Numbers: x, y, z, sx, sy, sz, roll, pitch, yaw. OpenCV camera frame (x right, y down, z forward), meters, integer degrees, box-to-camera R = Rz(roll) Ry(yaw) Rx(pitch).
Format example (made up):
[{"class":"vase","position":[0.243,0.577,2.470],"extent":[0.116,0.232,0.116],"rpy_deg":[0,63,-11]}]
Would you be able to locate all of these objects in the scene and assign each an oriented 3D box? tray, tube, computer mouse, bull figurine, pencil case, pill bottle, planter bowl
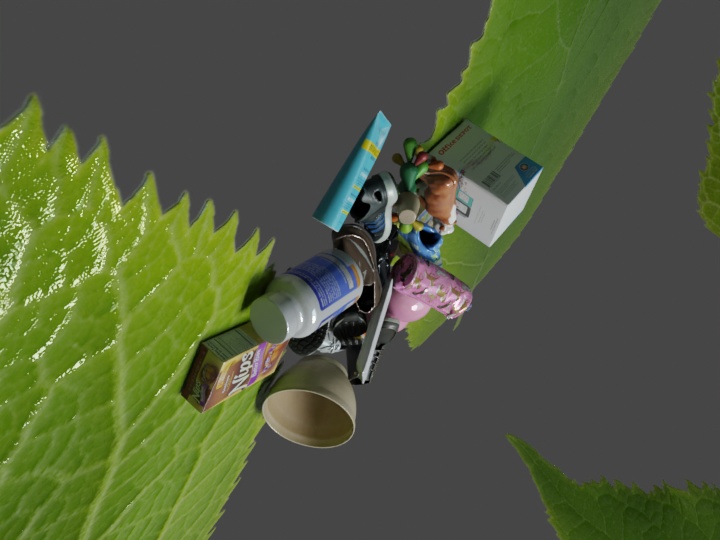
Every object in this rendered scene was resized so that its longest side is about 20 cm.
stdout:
[{"class":"tray","position":[0.026,0.119,1.363],"extent":[0.107,0.022,0.201],"rpy_deg":[90,17,-71]},{"class":"tube","position":[-0.009,-0.162,1.118],"extent":[0.201,0.050,0.077],"rpy_deg":[-60,169,3]},{"class":"computer mouse","position":[0.034,0.013,1.403],"extent":[0.140,0.046,0.200],"rpy_deg":[-52,167,-53]},{"class":"bull figurine","position":[0.153,-0.155,1.404],"extent":[0.065,0.121,0.200],"rpy_deg":[-45,160,-24]},{"class":"pencil case","position":[0.150,0.034,1.454],"extent":[0.200,0.087,0.083],"rpy_deg":[28,119,-37]},{"class":"pill bottle","position":[-0.093,0.046,1.168],"extent":[0.200,0.112,0.112],"rpy_deg":[-32,152,-49]},{"class":"planter bowl","position":[-0.098,0.269,1.480],"extent":[0.135,0.199,0.201],"rpy_deg":[-75,-177,-47]}]

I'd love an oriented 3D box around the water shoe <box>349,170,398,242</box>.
[{"class":"water shoe","position":[0.014,-0.112,1.255],"extent":[0.079,0.072,0.200],"rpy_deg":[-17,154,-14]}]

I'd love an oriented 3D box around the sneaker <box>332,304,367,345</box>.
[{"class":"sneaker","position":[-0.021,0.094,1.412],"extent":[0.200,0.070,0.090],"rpy_deg":[81,4,-71]}]

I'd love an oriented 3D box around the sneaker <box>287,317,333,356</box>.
[{"class":"sneaker","position":[-0.072,0.081,1.355],"extent":[0.200,0.076,0.088],"rpy_deg":[-61,167,21]}]

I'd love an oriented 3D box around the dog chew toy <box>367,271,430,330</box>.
[{"class":"dog chew toy","position":[0.073,0.085,1.568],"extent":[0.200,0.125,0.124],"rpy_deg":[-44,169,29]}]

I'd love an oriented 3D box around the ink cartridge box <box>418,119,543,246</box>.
[{"class":"ink cartridge box","position":[0.249,-0.188,1.461],"extent":[0.147,0.200,0.146],"rpy_deg":[-44,161,-29]}]

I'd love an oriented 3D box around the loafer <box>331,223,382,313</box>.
[{"class":"loafer","position":[0.000,0.000,1.267],"extent":[0.071,0.073,0.200],"rpy_deg":[-89,161,-49]}]

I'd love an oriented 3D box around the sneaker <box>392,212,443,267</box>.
[{"class":"sneaker","position":[0.139,-0.040,1.462],"extent":[0.076,0.105,0.200],"rpy_deg":[-51,129,-10]}]

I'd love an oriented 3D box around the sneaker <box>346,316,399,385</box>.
[{"class":"sneaker","position":[0.029,0.181,1.517],"extent":[0.200,0.075,0.107],"rpy_deg":[131,-33,-52]}]

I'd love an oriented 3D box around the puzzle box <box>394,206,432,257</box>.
[{"class":"puzzle box","position":[0.154,-0.130,1.611],"extent":[0.200,0.025,0.133],"rpy_deg":[-46,161,-24]}]

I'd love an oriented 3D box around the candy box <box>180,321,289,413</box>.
[{"class":"candy box","position":[-0.204,0.152,1.172],"extent":[0.200,0.056,0.117],"rpy_deg":[-22,145,-56]}]

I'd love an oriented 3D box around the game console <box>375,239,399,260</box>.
[{"class":"game console","position":[0.012,-0.006,1.483],"extent":[0.200,0.031,0.177],"rpy_deg":[-35,151,-47]}]

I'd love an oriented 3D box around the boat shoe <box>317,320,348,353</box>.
[{"class":"boat shoe","position":[-0.071,0.148,1.477],"extent":[0.072,0.068,0.200],"rpy_deg":[-54,163,-1]}]

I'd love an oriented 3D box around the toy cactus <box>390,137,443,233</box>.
[{"class":"toy cactus","position":[0.095,-0.138,1.274],"extent":[0.165,0.102,0.201],"rpy_deg":[-84,-173,-54]}]
